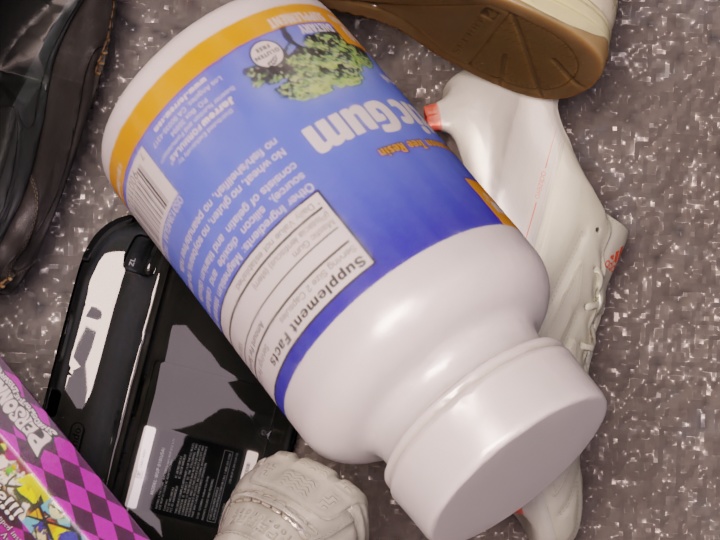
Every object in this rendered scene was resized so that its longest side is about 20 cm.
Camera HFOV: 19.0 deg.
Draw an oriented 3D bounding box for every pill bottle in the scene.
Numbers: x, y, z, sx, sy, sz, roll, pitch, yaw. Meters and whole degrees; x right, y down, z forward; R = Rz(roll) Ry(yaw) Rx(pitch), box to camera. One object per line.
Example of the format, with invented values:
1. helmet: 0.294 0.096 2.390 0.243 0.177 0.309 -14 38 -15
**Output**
1. pill bottle: 0.000 0.000 0.804 0.112 0.112 0.200 -38 68 -3

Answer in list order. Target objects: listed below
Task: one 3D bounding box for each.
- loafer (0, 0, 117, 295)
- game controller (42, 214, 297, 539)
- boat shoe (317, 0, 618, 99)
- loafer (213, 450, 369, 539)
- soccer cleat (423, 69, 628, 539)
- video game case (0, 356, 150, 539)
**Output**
1. loafer: -0.135 -0.086 0.858 0.073 0.072 0.201 13 71 21
2. game controller: -0.082 0.081 0.877 0.104 0.042 0.201 15 89 -18
3. boat shoe: 0.012 -0.138 0.834 0.199 0.072 0.065 25 61 -13
4. loafer: -0.035 0.158 0.816 0.070 0.070 0.201 20 132 26
5. soccer cleat: 0.075 0.013 0.871 0.077 0.069 0.201 -9 87 -7
6. video game case: -0.189 0.098 0.824 0.181 0.036 0.200 -39 92 28
